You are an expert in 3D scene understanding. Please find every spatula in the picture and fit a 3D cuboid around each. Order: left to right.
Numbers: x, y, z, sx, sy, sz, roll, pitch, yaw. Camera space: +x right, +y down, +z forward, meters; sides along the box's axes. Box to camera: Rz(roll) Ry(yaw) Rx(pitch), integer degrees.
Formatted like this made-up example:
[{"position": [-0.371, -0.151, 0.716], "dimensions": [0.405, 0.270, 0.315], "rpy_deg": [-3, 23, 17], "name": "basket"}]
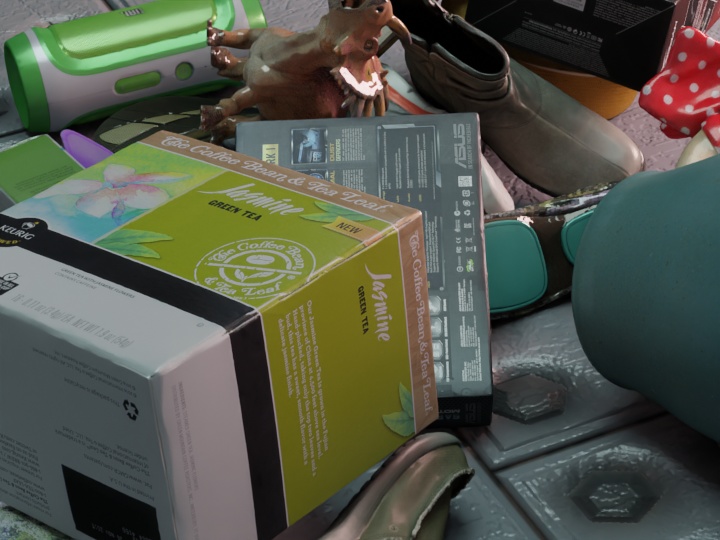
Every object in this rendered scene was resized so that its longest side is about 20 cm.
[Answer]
[{"position": [-0.152, -0.048, 1.317], "dimensions": [0.021, 0.056, 0.200], "rpy_deg": [-57, 34, 5], "name": "spatula"}]

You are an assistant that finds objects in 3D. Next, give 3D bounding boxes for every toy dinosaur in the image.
[{"position": [-0.036, -0.122, 1.344], "dimensions": [0.135, 0.086, 0.200], "rpy_deg": [1, -9, -1], "name": "toy dinosaur"}]

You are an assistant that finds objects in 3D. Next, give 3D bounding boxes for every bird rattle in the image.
[{"position": [0.267, -0.066, 1.291], "dimensions": [0.200, 0.113, 0.163], "rpy_deg": [26, 60, 7], "name": "bird rattle"}]

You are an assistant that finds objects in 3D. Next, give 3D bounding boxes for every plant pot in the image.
[{"position": [0.233, 0.014, 1.150], "dimensions": [0.200, 0.201, 0.188], "rpy_deg": [-31, 26, -35], "name": "plant pot"}]

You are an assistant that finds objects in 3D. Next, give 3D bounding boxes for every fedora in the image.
[{"position": [0.155, -0.166, 1.524], "dimensions": [0.200, 0.082, 0.201], "rpy_deg": [7, 31, -4], "name": "fedora"}]

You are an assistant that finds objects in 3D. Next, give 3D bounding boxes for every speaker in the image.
[{"position": [-0.175, -0.169, 1.579], "dimensions": [0.199, 0.089, 0.088], "rpy_deg": [-16, 34, -16], "name": "speaker"}]

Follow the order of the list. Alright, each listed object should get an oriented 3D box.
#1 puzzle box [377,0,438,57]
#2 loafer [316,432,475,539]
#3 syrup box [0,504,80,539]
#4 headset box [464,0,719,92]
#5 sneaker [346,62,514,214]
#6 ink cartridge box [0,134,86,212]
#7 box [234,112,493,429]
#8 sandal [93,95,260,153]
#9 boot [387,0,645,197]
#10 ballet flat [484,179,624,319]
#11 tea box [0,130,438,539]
[{"position": [0.041, -0.209, 1.515], "dimensions": [0.200, 0.025, 0.133], "rpy_deg": [-44, 2, -2], "name": "puzzle box"}, {"position": [0.009, 0.160, 1.066], "dimensions": [0.070, 0.075, 0.200], "rpy_deg": [40, 44, 7], "name": "loafer"}, {"position": [-0.151, 0.168, 1.050], "dimensions": [0.200, 0.082, 0.079], "rpy_deg": [-19, 32, -20], "name": "syrup box"}, {"position": [0.184, -0.216, 1.457], "dimensions": [0.148, 0.075, 0.200], "rpy_deg": [21, 33, 16], "name": "headset box"}, {"position": [0.037, -0.075, 1.437], "dimensions": [0.082, 0.077, 0.200], "rpy_deg": [-41, 39, -4], "name": "sneaker"}, {"position": [-0.179, 0.001, 1.295], "dimensions": [0.059, 0.104, 0.200], "rpy_deg": [-23, 36, -24], "name": "ink cartridge box"}, {"position": [0.000, 0.000, 1.238], "dimensions": [0.157, 0.051, 0.201], "rpy_deg": [-2, 62, 1], "name": "box"}, {"position": [-0.103, -0.097, 1.490], "dimensions": [0.201, 0.058, 0.080], "rpy_deg": [-10, 24, -36], "name": "sandal"}, {"position": [0.101, -0.118, 1.382], "dimensions": [0.200, 0.131, 0.068], "rpy_deg": [33, 86, 16], "name": "boot"}, {"position": [0.117, -0.013, 1.324], "dimensions": [0.200, 0.072, 0.072], "rpy_deg": [-15, 34, -15], "name": "ballet flat"}, {"position": [-0.097, 0.039, 1.050], "dimensions": [0.200, 0.134, 0.197], "rpy_deg": [19, 36, 37], "name": "tea box"}]
